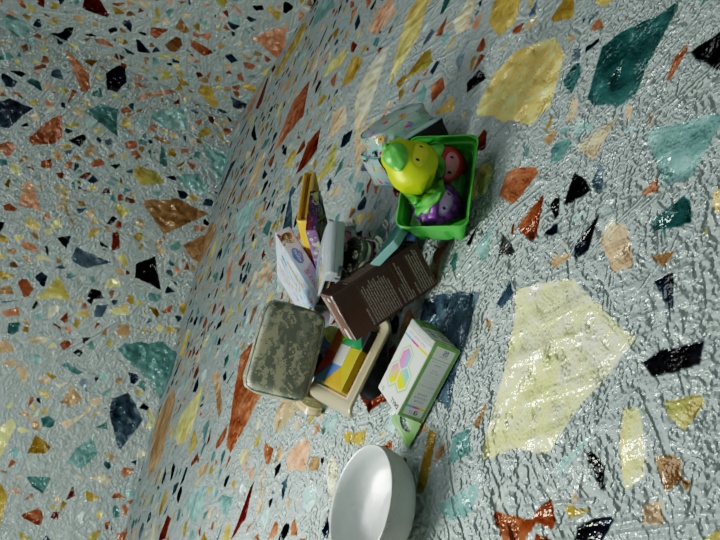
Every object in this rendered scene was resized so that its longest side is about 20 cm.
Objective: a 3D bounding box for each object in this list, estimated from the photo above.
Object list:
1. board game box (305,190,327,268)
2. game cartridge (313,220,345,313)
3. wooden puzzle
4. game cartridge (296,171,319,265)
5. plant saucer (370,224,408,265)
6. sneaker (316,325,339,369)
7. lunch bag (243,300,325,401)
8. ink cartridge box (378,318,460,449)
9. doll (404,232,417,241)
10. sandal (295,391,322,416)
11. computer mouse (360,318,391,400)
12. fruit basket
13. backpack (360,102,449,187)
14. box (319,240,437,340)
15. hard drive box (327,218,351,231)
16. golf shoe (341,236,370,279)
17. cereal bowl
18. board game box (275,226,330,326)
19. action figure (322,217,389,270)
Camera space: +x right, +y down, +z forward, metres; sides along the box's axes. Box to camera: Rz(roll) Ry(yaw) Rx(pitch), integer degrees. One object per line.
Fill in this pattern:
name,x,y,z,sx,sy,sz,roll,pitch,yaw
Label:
board game box,-0.089,-0.067,1.568,0.200,0.032,0.120,79,-174,-49
game cartridge,-0.065,-0.011,1.421,0.200,0.041,0.133,113,158,-62
wooden puzzle,-0.029,0.175,1.391,0.185,0.037,0.200,9,74,62
game cartridge,-0.112,-0.100,1.643,0.200,0.032,0.176,84,-173,-45
plant saucer,0.071,-0.067,1.339,0.070,0.019,0.200,-46,6,28
sneaker,-0.098,0.213,1.549,0.105,0.076,0.200,-50,-17,-48
lunch bag,-0.158,0.165,1.445,0.168,0.139,0.200,145,139,-76
ink cartridge box,0.090,0.198,1.238,0.200,0.059,0.104,-64,23,10
doll,0.102,-0.086,1.475,0.136,0.048,0.200,135,149,-61
sandal,-0.139,0.274,1.662,0.212,0.078,0.070,25,100,60
computer mouse,0.008,0.163,1.427,0.138,0.053,0.200,-30,50,43
fruit basket,0.128,-0.172,1.277,0.155,0.216,0.216,2,64,19
backpack,0.087,-0.264,1.512,0.176,0.153,0.200,-36,9,-11
box,0.036,0.035,1.327,0.200,0.100,0.075,-33,15,-18
hard drive box,-0.064,-0.019,1.753,0.156,0.077,0.200,-61,24,16
golf shoe,0.000,0.000,1.423,0.200,0.088,0.077,111,154,-52
cereal bowl,0.031,0.397,1.163,0.200,0.083,0.200,-49,29,40
board game box,-0.135,0.031,1.632,0.200,0.041,0.200,57,160,23
action figure,-0.004,-0.041,1.481,0.200,0.134,0.149,18,101,53
